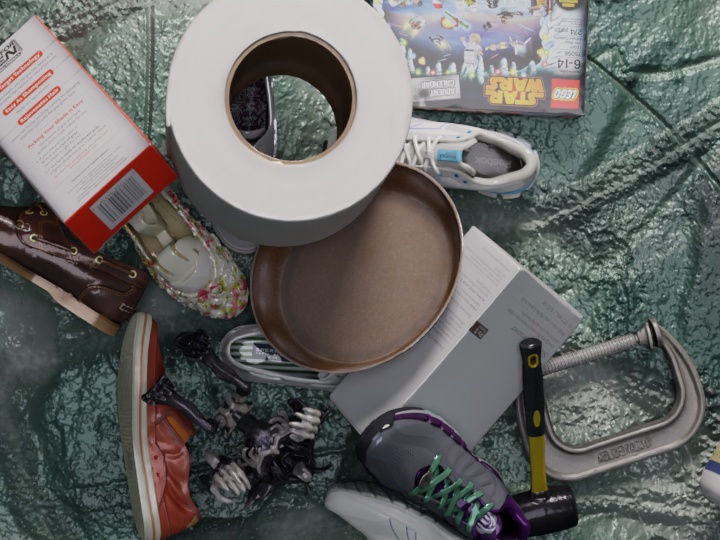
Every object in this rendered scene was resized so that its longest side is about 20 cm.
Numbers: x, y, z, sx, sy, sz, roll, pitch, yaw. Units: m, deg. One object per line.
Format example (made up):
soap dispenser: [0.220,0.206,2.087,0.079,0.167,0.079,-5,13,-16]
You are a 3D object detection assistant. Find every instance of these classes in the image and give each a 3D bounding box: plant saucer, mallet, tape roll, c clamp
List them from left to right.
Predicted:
tape roll: [-0.062,-0.129,1.540,0.200,0.139,0.205,1,83,-5]
plant saucer: [0.000,0.000,1.598,0.198,0.032,0.202,-11,62,21]
mallet: [0.164,0.147,1.624,0.065,0.041,0.202,-3,119,-9]
c clamp: [0.209,0.100,1.674,0.198,0.027,0.173,-11,89,-3]

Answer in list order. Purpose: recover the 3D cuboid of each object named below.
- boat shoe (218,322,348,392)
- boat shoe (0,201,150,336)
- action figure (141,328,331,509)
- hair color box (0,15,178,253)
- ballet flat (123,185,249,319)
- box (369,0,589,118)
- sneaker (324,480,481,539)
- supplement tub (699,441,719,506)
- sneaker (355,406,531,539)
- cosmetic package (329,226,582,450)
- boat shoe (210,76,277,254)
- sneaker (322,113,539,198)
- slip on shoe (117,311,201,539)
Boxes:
boat shoe: [-0.026,0.078,1.641,0.198,0.067,0.074,-5,89,-3]
boat shoe: [-0.280,-0.023,1.629,0.199,0.070,0.071,32,94,-10]
action figure: [-0.092,0.143,1.593,0.119,0.102,0.200,-47,118,4]
hair color box: [-0.254,-0.118,1.587,0.101,0.061,0.200,-41,57,-3]
ballet flat: [-0.178,-0.032,1.636,0.076,0.064,0.200,-41,91,14]
box: [0.105,-0.211,1.669,0.198,0.040,0.139,2,89,-4]
sneaker: [0.052,0.253,1.642,0.199,0.075,0.088,30,93,-1]
supplement tub: [0.403,0.141,1.626,0.144,0.144,0.201,30,87,-2]
sneaker: [0.080,0.180,1.557,0.075,0.088,0.199,-52,136,7]
cosmetic package: [0.082,0.077,1.607,0.201,0.081,0.113,-52,133,4]
boat shoe: [-0.102,-0.117,1.640,0.071,0.069,0.202,6,88,-3]
sneaker: [0.065,-0.105,1.642,0.198,0.087,0.076,2,91,-2]
slip on shoe: [-0.177,0.136,1.634,0.061,0.074,0.202,-8,92,-18]
